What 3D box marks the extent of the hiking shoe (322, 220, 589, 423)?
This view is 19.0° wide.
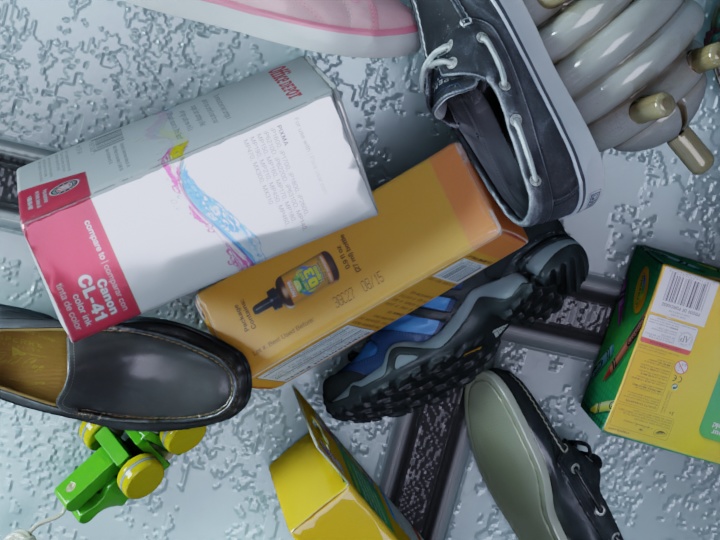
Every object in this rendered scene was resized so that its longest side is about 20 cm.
[{"bbox_3d":[0.052,0.022,1.385,0.199,0.074,0.087,-36,63,13],"label":"hiking shoe"}]

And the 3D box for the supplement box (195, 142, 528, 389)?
[{"bbox_3d":[0.000,0.000,1.332,0.199,0.069,0.067,-29,75,14],"label":"supplement box"}]

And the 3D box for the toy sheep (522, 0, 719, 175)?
[{"bbox_3d":[0.154,-0.139,1.322,0.137,0.138,0.201,-35,98,1],"label":"toy sheep"}]

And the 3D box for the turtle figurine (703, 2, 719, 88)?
[{"bbox_3d":[0.261,-0.151,1.351,0.149,0.100,0.202,-14,94,-42],"label":"turtle figurine"}]

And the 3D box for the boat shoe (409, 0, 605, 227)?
[{"bbox_3d":[0.068,-0.114,1.276,0.067,0.072,0.201,-20,75,-32],"label":"boat shoe"}]

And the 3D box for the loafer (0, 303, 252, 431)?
[{"bbox_3d":[-0.167,0.064,1.315,0.198,0.072,0.073,4,95,12],"label":"loafer"}]

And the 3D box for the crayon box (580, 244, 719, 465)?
[{"bbox_3d":[0.261,0.070,1.430,0.198,0.058,0.120,16,101,-13],"label":"crayon box"}]

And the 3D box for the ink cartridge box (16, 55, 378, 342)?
[{"bbox_3d":[-0.102,-0.048,1.294,0.199,0.148,0.086,-21,107,-3],"label":"ink cartridge box"}]

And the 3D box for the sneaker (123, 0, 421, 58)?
[{"bbox_3d":[-0.048,-0.196,1.303,0.199,0.075,0.105,13,107,-8],"label":"sneaker"}]

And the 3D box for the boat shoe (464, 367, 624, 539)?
[{"bbox_3d":[0.135,0.147,1.426,0.066,0.074,0.200,-28,92,-28],"label":"boat shoe"}]

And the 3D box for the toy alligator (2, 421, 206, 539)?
[{"bbox_3d":[-0.153,0.126,1.380,0.200,0.059,0.054,-46,147,4],"label":"toy alligator"}]

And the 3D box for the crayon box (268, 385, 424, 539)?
[{"bbox_3d":[0.007,0.179,1.380,0.051,0.126,0.200,-38,106,2],"label":"crayon box"}]
